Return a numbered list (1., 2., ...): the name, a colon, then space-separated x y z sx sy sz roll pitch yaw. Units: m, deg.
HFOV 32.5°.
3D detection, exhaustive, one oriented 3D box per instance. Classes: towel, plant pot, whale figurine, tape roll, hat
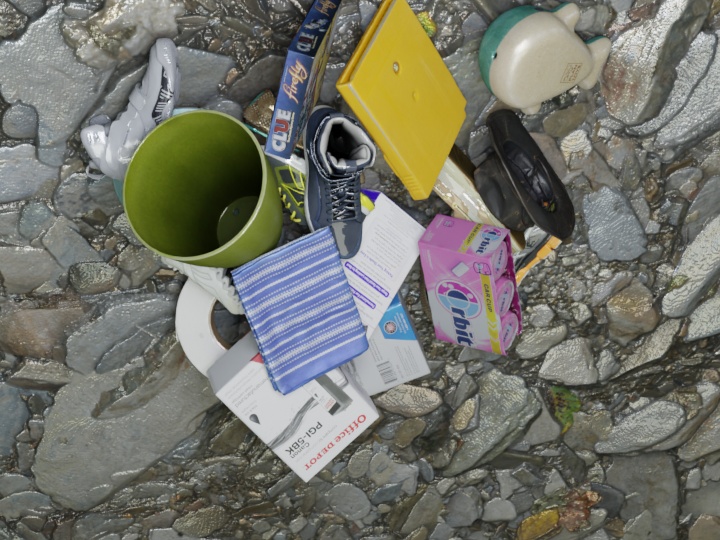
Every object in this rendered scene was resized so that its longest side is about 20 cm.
1. towel: -0.074 0.056 1.601 0.144 0.024 0.201 -26 122 -11
2. plant pot: -0.172 -0.078 1.559 0.186 0.188 0.200 -27 160 8
3. whale figurine: 0.239 -0.285 1.622 0.199 0.104 0.160 -7 129 -38
4. tape roll: -0.163 0.068 1.752 0.200 0.037 0.205 0 98 2
5. hat: 0.208 -0.115 1.678 0.081 0.202 0.200 -29 127 29

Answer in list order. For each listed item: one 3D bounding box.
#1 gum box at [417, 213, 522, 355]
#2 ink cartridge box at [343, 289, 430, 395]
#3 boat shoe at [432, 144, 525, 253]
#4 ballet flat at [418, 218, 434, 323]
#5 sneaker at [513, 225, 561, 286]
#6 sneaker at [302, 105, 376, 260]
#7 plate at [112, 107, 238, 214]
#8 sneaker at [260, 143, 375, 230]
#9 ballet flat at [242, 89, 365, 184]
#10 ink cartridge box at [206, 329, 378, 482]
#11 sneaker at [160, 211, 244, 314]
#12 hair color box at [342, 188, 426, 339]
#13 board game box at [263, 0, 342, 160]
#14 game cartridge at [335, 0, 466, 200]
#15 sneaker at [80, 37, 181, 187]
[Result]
1. gum box: 0.157 0.026 1.739 0.113 0.066 0.201 14 138 28
2. ink cartridge box: -0.015 0.114 1.840 0.198 0.085 0.145 -21 125 4
3. boat shoe: 0.153 -0.096 1.728 0.066 0.074 0.200 -35 103 27
4. ballet flat: 0.120 0.015 1.822 0.067 0.047 0.201 -12 126 -3
5. sneaker: 0.215 -0.024 1.806 0.077 0.078 0.200 37 109 -14
6. sneaker: -0.025 -0.103 1.555 0.076 0.146 0.204 -13 103 -14
7. plate: -0.234 -0.125 1.665 0.198 0.026 0.202 -6 126 -9
8. sneaker: -0.080 -0.102 1.647 0.199 0.074 0.085 26 89 -8
9. ballet flat: -0.062 -0.179 1.640 0.199 0.070 0.066 26 99 -30
10. ink cartridge box: -0.092 0.171 1.708 0.147 0.083 0.200 -42 115 1
11. sneaker: -0.222 -0.018 1.682 0.081 0.075 0.201 -27 112 20
12. hair color box: 0.000 0.000 1.723 0.109 0.065 0.201 37 78 -31
13. board game box: -0.069 -0.241 1.509 0.034 0.201 0.136 16 122 0
14. game cartridge: 0.059 -0.221 1.578 0.032 0.177 0.200 -4 136 37
15. sneaker: -0.292 -0.199 1.567 0.114 0.075 0.202 7 110 -3
